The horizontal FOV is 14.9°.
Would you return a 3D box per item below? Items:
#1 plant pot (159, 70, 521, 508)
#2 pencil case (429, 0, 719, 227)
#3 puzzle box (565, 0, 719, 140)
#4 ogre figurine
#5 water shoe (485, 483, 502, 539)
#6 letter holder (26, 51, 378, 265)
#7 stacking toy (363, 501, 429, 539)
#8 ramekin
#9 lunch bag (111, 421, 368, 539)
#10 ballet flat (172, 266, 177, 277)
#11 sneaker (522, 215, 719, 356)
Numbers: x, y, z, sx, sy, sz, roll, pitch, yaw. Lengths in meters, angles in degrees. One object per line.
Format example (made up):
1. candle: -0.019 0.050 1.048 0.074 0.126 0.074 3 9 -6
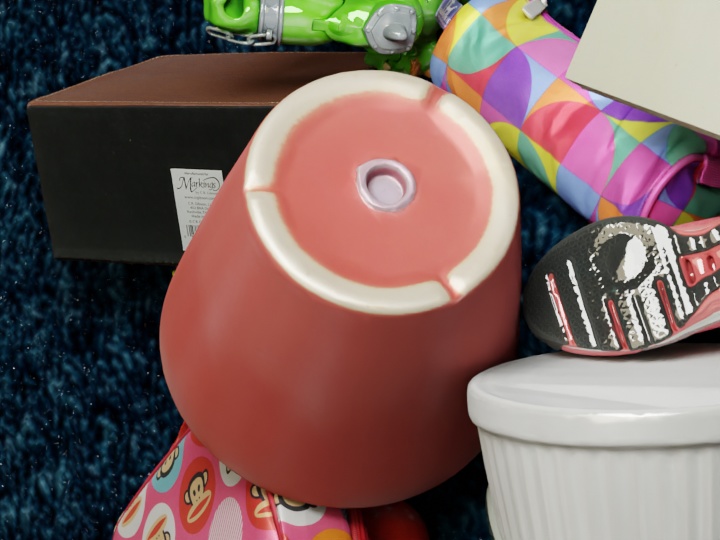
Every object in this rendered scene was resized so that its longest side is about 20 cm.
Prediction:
1. plant pot: 0.000 0.000 1.445 0.199 0.178 0.202 4 60 -7
2. pencil case: 0.122 -0.085 1.530 0.200 0.088 0.089 44 103 34
3. puzzle box: 0.196 -0.165 1.367 0.133 0.025 0.201 25 91 38
4. ogre figurine: 0.000 -0.168 1.594 0.119 0.200 0.099 18 99 19
5. water shoe: 0.129 0.189 1.465 0.078 0.072 0.201 -22 59 -1
6. letter holder: -0.077 -0.071 1.672 0.199 0.142 0.101 3 110 35
7. stacking toy: 0.020 0.220 1.521 0.085 0.085 0.201 -19 60 30
8. ramekin: 0.154 0.097 1.384 0.201 0.202 0.095 3 98 36
9. lunch bag: -0.077 0.155 1.568 0.200 0.081 0.177 -49 41 40
10. ballet flat: -0.033 0.033 1.623 0.199 0.067 0.068 7 102 36
11. sneaker: 0.185 0.008 1.440 0.199 0.087 0.074 -16 68 16
